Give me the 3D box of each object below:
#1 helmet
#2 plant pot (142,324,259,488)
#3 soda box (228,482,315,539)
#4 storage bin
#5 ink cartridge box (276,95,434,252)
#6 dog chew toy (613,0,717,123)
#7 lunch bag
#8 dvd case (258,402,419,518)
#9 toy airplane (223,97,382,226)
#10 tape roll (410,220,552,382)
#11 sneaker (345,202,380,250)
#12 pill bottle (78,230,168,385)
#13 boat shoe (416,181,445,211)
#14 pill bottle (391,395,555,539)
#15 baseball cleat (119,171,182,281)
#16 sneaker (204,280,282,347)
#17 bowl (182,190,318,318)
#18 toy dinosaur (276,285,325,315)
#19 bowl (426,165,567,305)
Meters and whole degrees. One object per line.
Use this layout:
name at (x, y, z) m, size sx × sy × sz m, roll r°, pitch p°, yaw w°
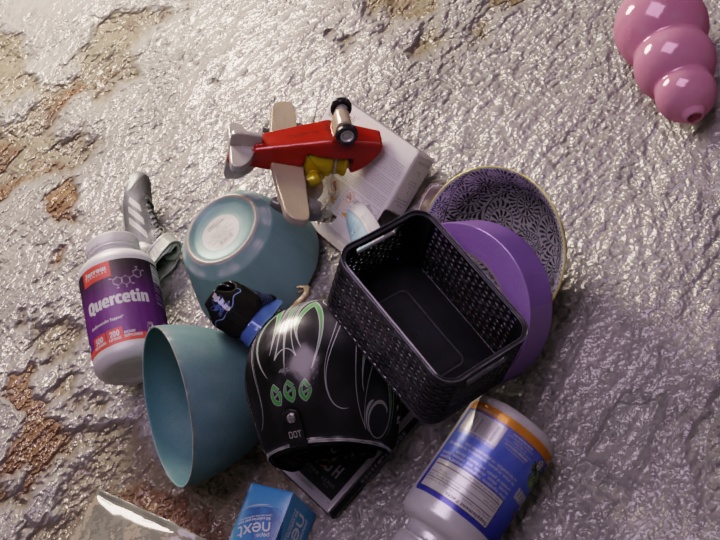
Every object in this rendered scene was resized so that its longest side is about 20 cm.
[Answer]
helmet at (-0.044, 0.128, 1.423) m, size 0.198 × 0.200 × 0.193 m, roll -12°, pitch 67°, yaw 19°
plant pot at (-0.182, 0.159, 1.514) m, size 0.133 × 0.201 × 0.201 m, roll -9°, pitch 43°, yaw -26°
soda box at (-0.125, 0.357, 1.402) m, size 0.064 × 0.068 × 0.201 m, roll 5°, pitch 60°, yaw 29°
storage bin at (0.071, 0.049, 1.330) m, size 0.135 × 0.094 × 0.200 m, roll -28°, pitch 66°, yaw -29°
ink cartridge box at (-0.011, -0.130, 1.707) m, size 0.200 × 0.045 × 0.177 m, roll 40°, pitch 102°, yaw 41°
dog chew toy at (0.402, -0.276, 1.556) m, size 0.123 × 0.125 × 0.202 m, roll -18°, pitch 59°, yaw 14°
lunch bag at (-0.265, 0.376, 1.429) m, size 0.199 × 0.118 × 0.165 m, roll 13°, pitch 63°, yaw 39°
dvd case at (-0.015, 0.188, 1.496) m, size 0.200 × 0.025 × 0.150 m, roll -47°, pitch 49°, yaw -10°
toy airplane at (-0.092, -0.147, 1.653) m, size 0.198 × 0.142 × 0.200 m, roll 24°, pitch 54°, yaw 29°
tape roll at (0.125, 0.042, 1.431) m, size 0.198 × 0.065 × 0.203 m, roll 3°, pitch 95°, yaw 33°
sneaker at (0.000, 0.000, 1.565) m, size 0.081 × 0.074 × 0.201 m, roll -14°, pitch 57°, yaw -8°
pill bottle at (-0.329, 0.050, 1.671) m, size 0.112 × 0.112 × 0.202 m, roll -22°, pitch 64°, yaw 11°
boat shoe at (0.092, -0.039, 1.578) m, size 0.071 × 0.060 × 0.202 m, roll -4°, pitch 56°, yaw 25°
pill bottle at (0.118, 0.249, 1.328) m, size 0.112 × 0.112 × 0.201 m, roll 25°, pitch 72°, yaw 37°
baseball cleat at (-0.313, -0.060, 1.805) m, size 0.105 × 0.070 × 0.202 m, roll -6°, pitch 65°, yaw 16°
sneaker at (-0.149, 0.046, 1.518) m, size 0.078 × 0.200 × 0.070 m, roll 37°, pitch 90°, yaw -2°
bowl at (-0.167, -0.031, 1.669) m, size 0.199 × 0.105 × 0.203 m, roll -14°, pitch 54°, yaw 20°
toy dinosaur at (-0.079, 0.072, 1.564) m, size 0.200 × 0.058 × 0.102 m, roll -40°, pitch 18°, yaw 37°
bowl at (0.180, -0.028, 1.482) m, size 0.199 × 0.094 × 0.203 m, roll 4°, pitch 98°, yaw 33°
